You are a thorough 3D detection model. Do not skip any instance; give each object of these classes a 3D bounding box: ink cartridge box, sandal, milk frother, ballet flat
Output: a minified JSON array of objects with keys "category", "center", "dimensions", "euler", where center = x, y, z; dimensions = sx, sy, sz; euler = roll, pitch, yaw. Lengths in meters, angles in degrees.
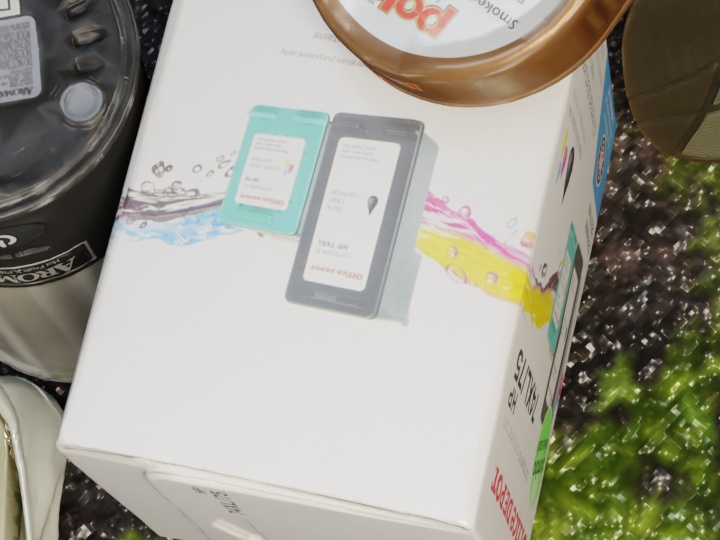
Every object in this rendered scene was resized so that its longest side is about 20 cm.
[{"category":"ink cartridge box","center":[0.000,0.000,0.802],"dimensions":[0.145,0.147,0.201],"euler":[10,74,13]},{"category":"sandal","center":[0.128,-0.127,0.801],"dimensions":[0.081,0.201,0.055],"euler":[-2,37,20]},{"category":"milk frother","center":[-0.147,-0.083,0.862],"dimensions":[0.179,0.188,0.201],"euler":[8,71,8]},{"category":"ballet flat","center":[-0.149,0.133,0.870],"dimensions":[0.069,0.069,0.201],"euler":[-10,66,19]}]

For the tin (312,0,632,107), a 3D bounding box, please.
[{"category":"tin","center":[0.059,-0.147,0.719],"dimensions":[0.112,0.042,0.200],"euler":[37,96,23]}]
